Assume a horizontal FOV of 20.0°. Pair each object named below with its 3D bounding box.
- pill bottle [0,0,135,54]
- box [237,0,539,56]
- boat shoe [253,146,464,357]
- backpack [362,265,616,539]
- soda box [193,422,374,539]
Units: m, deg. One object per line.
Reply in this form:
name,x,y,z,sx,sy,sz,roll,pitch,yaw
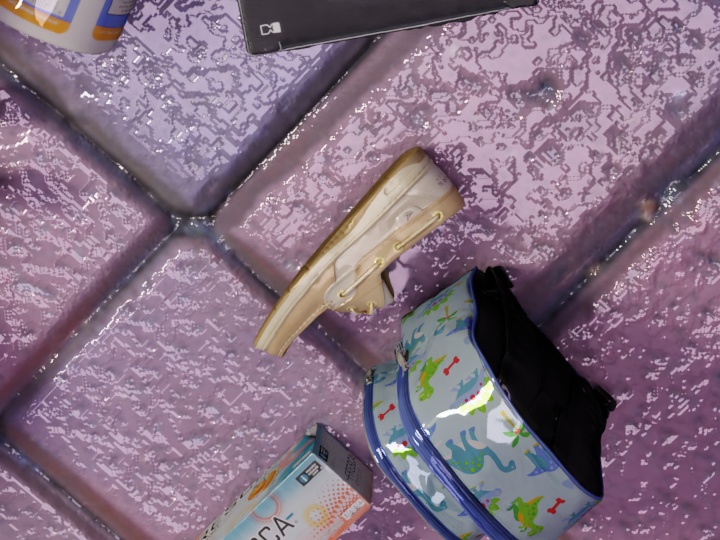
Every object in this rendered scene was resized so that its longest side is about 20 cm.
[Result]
pill bottle,-0.189,-0.265,1.448,0.112,0.112,0.200,24,107,-6
box,0.015,-0.240,1.400,0.196,0.200,0.118,-9,109,5
boat shoe,0.000,0.000,1.550,0.069,0.074,0.200,41,105,-5
backpack,0.094,0.119,1.520,0.147,0.200,0.183,-38,104,14
soda box,-0.080,0.218,1.634,0.068,0.064,0.200,43,105,-11
